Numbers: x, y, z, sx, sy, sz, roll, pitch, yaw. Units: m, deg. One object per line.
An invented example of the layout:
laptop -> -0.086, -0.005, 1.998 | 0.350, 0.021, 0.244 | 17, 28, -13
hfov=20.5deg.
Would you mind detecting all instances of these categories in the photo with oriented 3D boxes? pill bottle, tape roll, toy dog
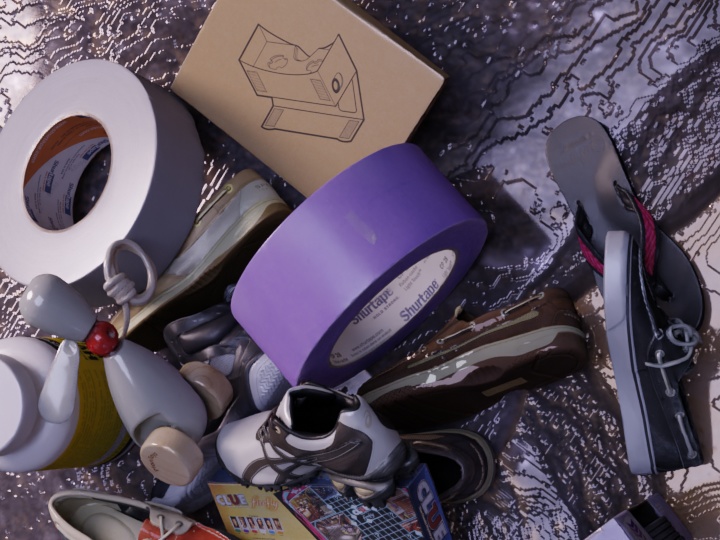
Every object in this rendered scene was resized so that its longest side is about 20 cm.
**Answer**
pill bottle -> -0.266, 0.111, 1.654 | 0.110, 0.200, 0.113 | -1, 87, 19
tape roll -> -0.228, -0.073, 1.688 | 0.199, 0.066, 0.202 | -13, 67, 32
toy dog -> -0.194, 0.087, 1.591 | 0.096, 0.132, 0.201 | -33, 90, 45
tape roll -> 0.000, 0.000, 1.562 | 0.200, 0.200, 0.085 | -45, 75, 12

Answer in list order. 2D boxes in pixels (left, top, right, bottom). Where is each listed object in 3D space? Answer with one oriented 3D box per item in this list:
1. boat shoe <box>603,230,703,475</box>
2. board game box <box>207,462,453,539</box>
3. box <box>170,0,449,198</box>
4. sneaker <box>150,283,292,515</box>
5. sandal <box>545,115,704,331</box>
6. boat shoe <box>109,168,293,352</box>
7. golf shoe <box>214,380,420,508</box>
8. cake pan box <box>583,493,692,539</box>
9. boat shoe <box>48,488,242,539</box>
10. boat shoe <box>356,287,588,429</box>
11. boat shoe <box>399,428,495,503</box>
boat shoe -> 0.227, 0.063, 1.521 | 0.067, 0.074, 0.201 | -7, 105, 14
board game box -> -0.016, 0.217, 1.585 | 0.198, 0.035, 0.137 | -2, 117, 36
box -> -0.045, -0.155, 1.637 | 0.199, 0.021, 0.164 | 38, 122, 9
sneaker -> -0.132, 0.108, 1.676 | 0.114, 0.075, 0.201 | 42, 99, 22
sandal -> 0.201, -0.031, 1.571 | 0.075, 0.045, 0.201 | -32, 77, 16
boat shoe -> -0.142, -0.005, 1.690 | 0.200, 0.074, 0.067 | -40, 62, 12
golf shoe -> -0.045, 0.119, 1.528 | 0.199, 0.078, 0.095 | 0, 131, 42
cake pan box -> 0.154, 0.248, 1.502 | 0.200, 0.184, 0.052 | -41, 79, 13
boat shoe -> -0.168, 0.221, 1.615 | 0.199, 0.063, 0.072 | 12, 59, 35
boat shoe -> 0.087, 0.068, 1.605 | 0.201, 0.075, 0.075 | -18, 58, 20
boat shoe -> 0.008, 0.165, 1.617 | 0.198, 0.073, 0.075 | -14, 82, 19
